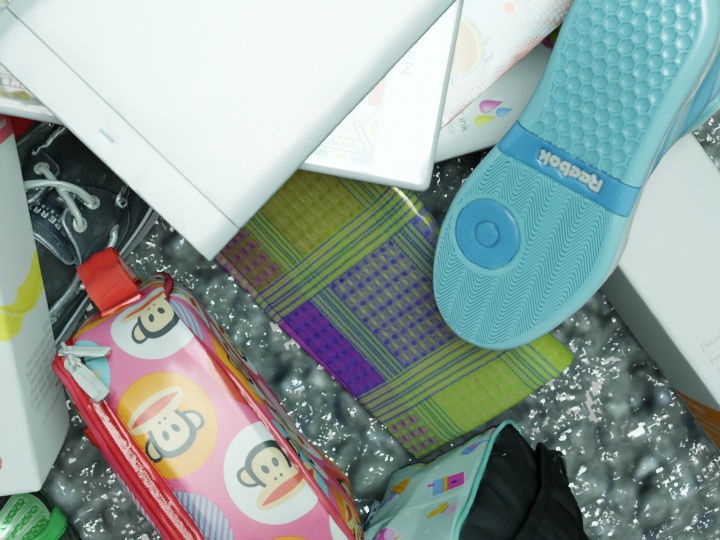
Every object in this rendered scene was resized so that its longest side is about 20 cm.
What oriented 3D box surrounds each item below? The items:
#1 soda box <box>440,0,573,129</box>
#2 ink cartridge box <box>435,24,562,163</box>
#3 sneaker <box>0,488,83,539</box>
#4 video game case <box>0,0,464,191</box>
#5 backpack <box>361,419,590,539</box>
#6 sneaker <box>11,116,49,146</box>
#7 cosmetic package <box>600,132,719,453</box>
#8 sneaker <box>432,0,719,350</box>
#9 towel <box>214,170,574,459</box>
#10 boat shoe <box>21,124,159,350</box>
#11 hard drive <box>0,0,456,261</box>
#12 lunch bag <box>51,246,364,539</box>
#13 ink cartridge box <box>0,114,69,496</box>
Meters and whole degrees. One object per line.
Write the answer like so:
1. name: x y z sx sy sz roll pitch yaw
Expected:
1. soda box: 0.085 -0.150 0.740 0.200 0.068 0.064 -41 94 -1
2. ink cartridge box: 0.077 -0.141 0.817 0.199 0.084 0.146 -16 95 -4
3. sneaker: -0.244 0.168 0.821 0.200 0.078 0.085 -33 90 -11
4. video game case: -0.051 -0.141 0.685 0.199 0.023 0.183 10 94 -4
5. backpack: 0.055 0.190 0.783 0.153 0.200 0.176 -28 99 13
6. sneaker: -0.199 -0.078 0.794 0.077 0.085 0.200 36 91 -9
7. cosmetic package: 0.180 0.017 0.831 0.071 0.101 0.200 -37 96 -2
8. sneaker: 0.114 -0.056 0.735 0.079 0.130 0.200 38 115 14
9. towel: 0.000 0.000 0.806 0.200 0.144 0.023 46 50 -5
10. boat shoe: -0.152 -0.025 0.807 0.072 0.068 0.200 34 92 5
11. hard drive: -0.042 -0.122 0.663 0.132 0.027 0.200 43 90 -6
12. lunch bag: -0.079 0.067 0.760 0.082 0.200 0.177 -35 94 -4
13. ink cartridge box: -0.224 0.006 0.728 0.144 0.083 0.201 -8 106 2
